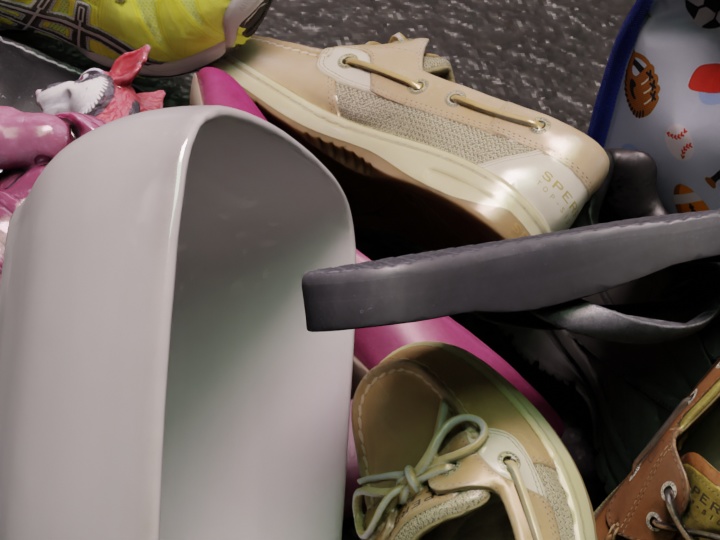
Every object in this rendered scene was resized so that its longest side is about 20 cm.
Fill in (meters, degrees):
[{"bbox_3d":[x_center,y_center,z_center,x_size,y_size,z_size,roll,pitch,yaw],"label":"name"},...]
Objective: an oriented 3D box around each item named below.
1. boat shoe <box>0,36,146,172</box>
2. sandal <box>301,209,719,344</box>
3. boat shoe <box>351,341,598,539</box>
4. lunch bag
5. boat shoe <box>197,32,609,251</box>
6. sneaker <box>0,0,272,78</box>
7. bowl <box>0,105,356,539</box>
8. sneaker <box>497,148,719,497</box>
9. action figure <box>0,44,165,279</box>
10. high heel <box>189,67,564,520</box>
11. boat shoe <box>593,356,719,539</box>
[{"bbox_3d":[-0.176,-0.076,1.095,0.200,0.068,0.072,7,45,-6],"label":"boat shoe"},{"bbox_3d":[0.071,0.008,0.942,0.200,0.076,0.043,-9,92,-26],"label":"sandal"},{"bbox_3d":[0.040,0.106,0.921,0.063,0.073,0.201,16,45,-47],"label":"boat shoe"},{"bbox_3d":[0.184,-0.090,1.086,0.170,0.200,0.124,-30,58,-32],"label":"lunch bag"},{"bbox_3d":[0.014,-0.057,1.082,0.200,0.072,0.065,27,69,42],"label":"boat shoe"},{"bbox_3d":[-0.124,-0.124,1.105,0.200,0.076,0.075,6,82,31],"label":"sneaker"},{"bbox_3d":[-0.063,0.051,0.890,0.075,0.200,0.200,2,82,17],"label":"bowl"},{"bbox_3d":[0.122,0.034,1.024,0.076,0.091,0.200,-7,47,-41],"label":"sneaker"},{"bbox_3d":[-0.128,-0.003,0.965,0.200,0.134,0.149,-55,30,-15],"label":"action figure"},{"bbox_3d":[0.000,0.000,1.049,0.096,0.067,0.200,-17,70,-13],"label":"high heel"},{"bbox_3d":[0.119,0.082,0.943,0.072,0.068,0.200,29,79,11],"label":"boat shoe"}]
